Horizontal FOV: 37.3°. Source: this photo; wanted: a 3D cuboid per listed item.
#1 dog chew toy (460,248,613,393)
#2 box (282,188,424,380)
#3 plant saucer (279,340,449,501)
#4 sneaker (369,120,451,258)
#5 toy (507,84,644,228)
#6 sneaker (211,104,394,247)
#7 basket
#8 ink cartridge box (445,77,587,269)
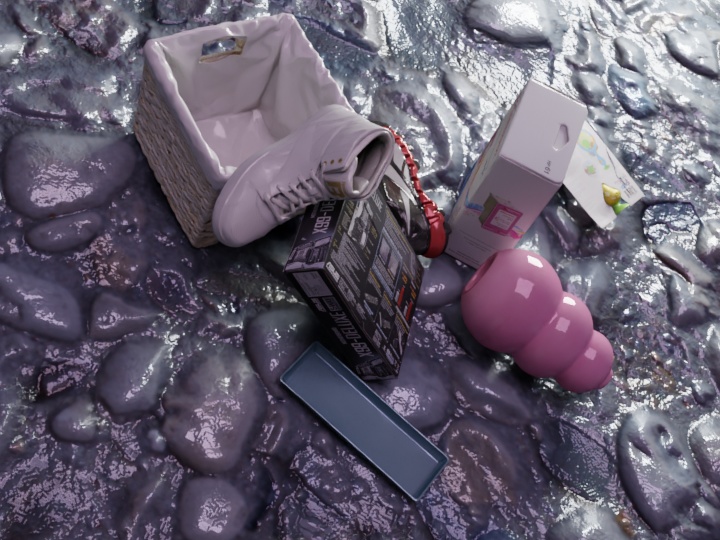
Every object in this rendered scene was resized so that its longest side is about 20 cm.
[{"bbox_3d":[0.215,0.067,1.257,0.200,0.125,0.125,39,53,-4],"label":"dog chew toy"},{"bbox_3d":[0.000,0.000,1.174,0.049,0.200,0.159,-5,49,27],"label":"box"},{"bbox_3d":[0.003,0.166,1.170,0.200,0.019,0.070,41,54,6],"label":"plant saucer"},{"bbox_3d":[0.030,-0.099,1.313,0.097,0.071,0.201,-13,66,-30],"label":"sneaker"},{"bbox_3d":[0.288,-0.149,1.461,0.115,0.047,0.200,-33,79,-37],"label":"toy"},{"bbox_3d":[-0.055,-0.089,1.086,0.200,0.074,0.115,-44,37,-13],"label":"sneaker"},{"bbox_3d":[-0.134,-0.160,1.231,0.197,0.161,0.201,-20,67,-30],"label":"basket"},{"bbox_3d":[0.184,-0.113,1.301,0.084,0.200,0.145,27,53,-3],"label":"ink cartridge box"}]
